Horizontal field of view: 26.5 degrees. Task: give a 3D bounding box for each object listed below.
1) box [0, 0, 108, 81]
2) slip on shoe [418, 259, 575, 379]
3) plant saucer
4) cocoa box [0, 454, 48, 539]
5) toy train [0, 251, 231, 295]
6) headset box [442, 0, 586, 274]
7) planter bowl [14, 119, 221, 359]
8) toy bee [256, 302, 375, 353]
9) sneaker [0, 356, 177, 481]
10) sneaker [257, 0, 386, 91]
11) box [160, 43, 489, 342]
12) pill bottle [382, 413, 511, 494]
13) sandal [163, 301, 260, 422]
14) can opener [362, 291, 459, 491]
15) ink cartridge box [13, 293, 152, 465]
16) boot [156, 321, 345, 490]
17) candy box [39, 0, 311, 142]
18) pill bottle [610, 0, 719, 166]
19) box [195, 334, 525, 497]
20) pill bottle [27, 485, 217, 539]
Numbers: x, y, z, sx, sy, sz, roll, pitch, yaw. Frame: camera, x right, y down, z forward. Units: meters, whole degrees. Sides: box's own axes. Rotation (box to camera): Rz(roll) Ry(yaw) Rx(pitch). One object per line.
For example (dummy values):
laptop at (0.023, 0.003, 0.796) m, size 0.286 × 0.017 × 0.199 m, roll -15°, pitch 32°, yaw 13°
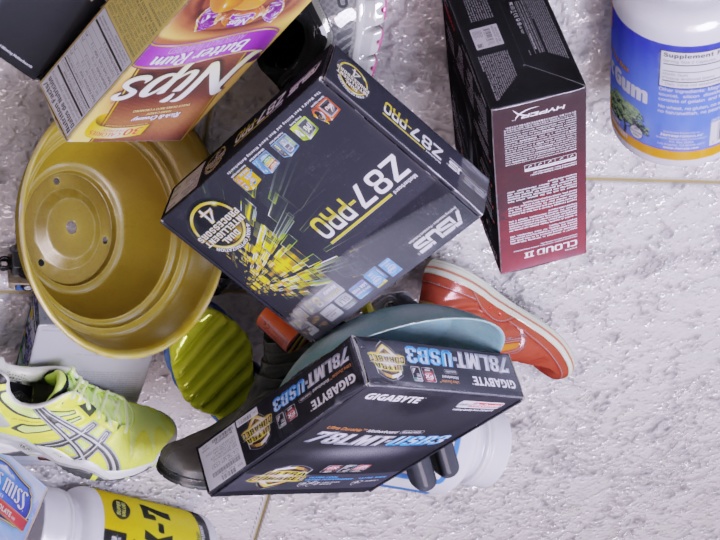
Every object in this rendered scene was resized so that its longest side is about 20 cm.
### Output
box at (-0.234, -0.233, 1.011) m, size 0.160 × 0.044 × 0.200 m, roll -34°, pitch 136°, yaw 20°
slip on shoe at (0.124, 0.058, 1.419) m, size 0.199 × 0.074 × 0.062 m, roll 32°, pitch 77°, yaw -36°
plant saucer at (0.019, 0.070, 1.254) m, size 0.199 × 0.039 × 0.201 m, roll -16°, pitch 157°, yaw -7°
cocoa box at (-0.395, 0.197, 1.342) m, size 0.132 × 0.132 × 0.200 m, roll 4°, pitch 148°, yaw 29°
toy train at (-0.207, 0.003, 1.295) m, size 0.198 × 0.034 × 0.046 m, roll 3°, pitch 148°, yaw -22°
headset box at (0.120, -0.109, 1.182) m, size 0.076 × 0.150 × 0.201 m, roll -14°, pitch 139°, yaw -2°
planter bowl at (-0.203, -0.034, 1.180) m, size 0.083 × 0.202 × 0.200 m, roll 0°, pitch 155°, yaw 42°
toy bee at (0.000, 0.000, 1.300) m, size 0.198 × 0.132 × 0.109 m, roll -25°, pitch 164°, yaw -5°
sneaker at (-0.244, 0.125, 1.309) m, size 0.198 × 0.076 × 0.077 m, roll 12°, pitch 133°, yaw -30°
sneaker at (-0.038, -0.144, 1.153) m, size 0.086 × 0.074 × 0.201 m, roll -3°, pitch 133°, yaw -15°
box at (-0.029, -0.052, 1.138) m, size 0.161 × 0.049 × 0.199 m, roll 38°, pitch 128°, yaw -21°
pill bottle at (0.044, 0.157, 1.484) m, size 0.198 × 0.113 × 0.112 m, roll 14°, pitch 131°, yaw -30°
sandal at (-0.128, 0.090, 1.376) m, size 0.079 × 0.087 × 0.201 m, roll -35°, pitch 136°, yaw -9°
can opener at (0.052, 0.112, 1.369) m, size 0.053 × 0.067 × 0.202 m, roll -26°, pitch 116°, yaw -20°
ink cartridge box at (-0.254, 0.098, 1.372) m, size 0.108 × 0.051 × 0.201 m, roll 4°, pitch 137°, yaw -22°
boot at (-0.088, 0.107, 1.322) m, size 0.199 × 0.067 × 0.132 m, roll -11°, pitch 120°, yaw -41°
candy box at (-0.121, -0.168, 1.067) m, size 0.116 × 0.057 × 0.200 m, roll -8°, pitch 154°, yaw -50°
pill bottle at (0.246, -0.186, 1.165) m, size 0.111 × 0.113 × 0.201 m, roll -13°, pitch 139°, yaw -3°
box at (0.001, 0.124, 1.251) m, size 0.198 × 0.050 × 0.199 m, roll -34°, pitch 152°, yaw 34°
pill bottle at (-0.250, 0.280, 1.526) m, size 0.199 × 0.115 × 0.114 m, roll 20°, pitch 128°, yaw -35°
